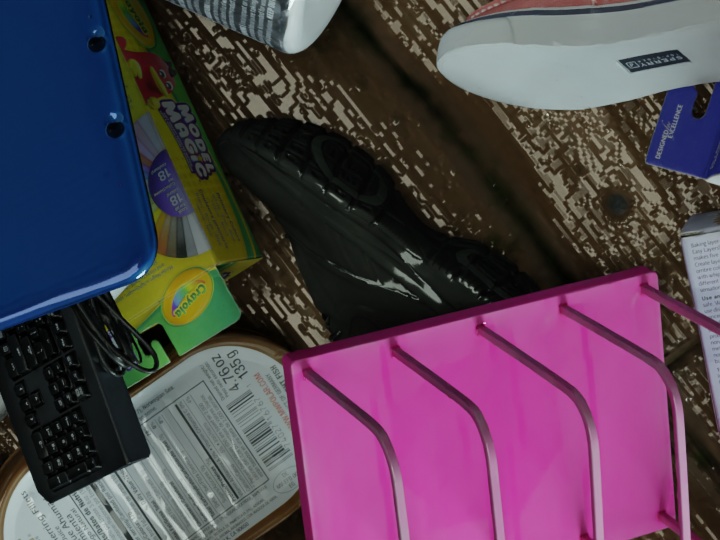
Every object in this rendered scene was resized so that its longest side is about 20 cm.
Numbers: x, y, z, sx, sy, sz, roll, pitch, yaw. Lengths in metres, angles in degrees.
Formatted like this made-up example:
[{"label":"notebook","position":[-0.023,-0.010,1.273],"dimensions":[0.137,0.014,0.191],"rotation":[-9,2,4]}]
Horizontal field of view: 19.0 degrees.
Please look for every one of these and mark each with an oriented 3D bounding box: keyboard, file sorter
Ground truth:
[{"label":"keyboard","position":[-0.167,0.011,1.076],"dimensions":[0.104,0.040,0.201],"rotation":[-27,81,32]},{"label":"file sorter","position":[0.084,0.100,1.023],"dimensions":[0.199,0.125,0.140],"rotation":[-13,109,-19]}]

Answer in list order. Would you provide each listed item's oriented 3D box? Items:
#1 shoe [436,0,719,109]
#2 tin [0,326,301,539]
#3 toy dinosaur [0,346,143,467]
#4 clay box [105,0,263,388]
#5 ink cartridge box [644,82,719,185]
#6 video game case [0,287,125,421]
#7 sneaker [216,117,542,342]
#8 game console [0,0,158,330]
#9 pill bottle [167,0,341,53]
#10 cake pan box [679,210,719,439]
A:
[{"label":"shoe","position":[0.130,-0.138,1.044],"dimensions":[0.199,0.071,0.092],"rotation":[-4,64,39]},{"label":"tin","position":[-0.107,0.110,1.138],"dimensions":[0.199,0.042,0.112],"rotation":[-35,94,-10]},{"label":"toy dinosaur","position":[-0.142,0.127,1.179],"dimensions":[0.135,0.102,0.201],"rotation":[-17,76,3]},{"label":"clay box","position":[-0.132,-0.044,1.121],"dimensions":[0.115,0.048,0.201],"rotation":[-30,81,29]},{"label":"ink cartridge box","position":[0.237,-0.072,1.011],"dimensions":[0.199,0.037,0.095],"rotation":[17,86,24]},{"label":"video game case","position":[-0.214,0.006,1.140],"dimensions":[0.200,0.018,0.144],"rotation":[-44,73,30]},{"label":"sneaker","position":[0.000,0.000,1.112],"dimensions":[0.200,0.076,0.091],"rotation":[39,115,5]},{"label":"game console","position":[-0.182,-0.049,1.056],"dimensions":[0.117,0.171,0.201],"rotation":[-7,68,-17]},{"label":"pill bottle","position":[-0.099,-0.194,1.072],"dimensions":[0.199,0.106,0.107],"rotation":[25,110,9]},{"label":"cake pan box","position":[0.270,0.047,1.056],"dimensions":[0.199,0.052,0.186],"rotation":[-11,102,19]}]
